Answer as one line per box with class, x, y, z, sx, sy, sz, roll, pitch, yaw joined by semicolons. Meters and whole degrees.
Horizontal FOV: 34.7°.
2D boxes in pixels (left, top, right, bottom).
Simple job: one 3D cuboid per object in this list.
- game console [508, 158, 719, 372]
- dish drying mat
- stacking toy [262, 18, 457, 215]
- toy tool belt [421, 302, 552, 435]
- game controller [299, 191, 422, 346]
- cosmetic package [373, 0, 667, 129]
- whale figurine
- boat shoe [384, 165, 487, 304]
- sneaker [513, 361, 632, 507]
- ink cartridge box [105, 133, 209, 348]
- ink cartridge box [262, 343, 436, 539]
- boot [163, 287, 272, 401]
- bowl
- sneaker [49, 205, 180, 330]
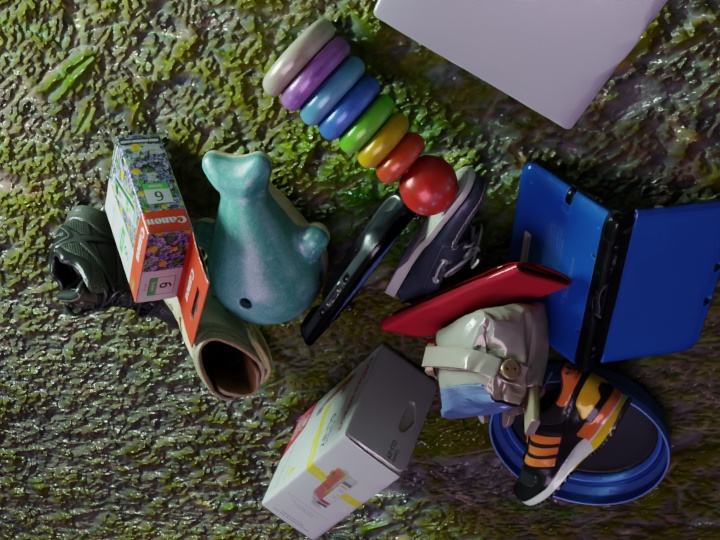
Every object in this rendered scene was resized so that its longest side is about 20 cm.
game console;0.242;-0.012;1.109;0.170;0.118;0.202;39;144;32
dish drying mat;0.108;0.030;1.128;0.076;0.018;0.199;14;154;-35
stacking toy;0.007;-0.126;1.033;0.200;0.086;0.085;45;133;-6
toy tool belt;0.122;0.112;1.147;0.123;0.125;0.200;-6;168;-20
game controller;0.000;0.000;1.163;0.042;0.105;0.201;33;136;-3
cosmetic package;0.136;-0.248;0.804;0.165;0.201;0.168;29;135;-5
whale figurine;-0.110;-0.028;1.184;0.157;0.104;0.202;5;135;20
boat shoe;0.084;-0.024;1.126;0.061;0.075;0.201;28;137;-2
sneaker;0.201;0.168;1.212;0.090;0.070;0.201;39;136;7
ink cartridge box;-0.210;-0.029;1.171;0.050;0.202;0.110;-6;143;-25
ink cartridge box;-0.014;0.198;1.325;0.083;0.146;0.200;36;135;-10
boot;-0.140;0.095;1.267;0.072;0.156;0.201;-34;131;-3
bowl;0.242;0.180;1.272;0.198;0.040;0.203;12;134;13
sneaker;-0.269;0.027;1.301;0.199;0.115;0.076;40;136;-18
